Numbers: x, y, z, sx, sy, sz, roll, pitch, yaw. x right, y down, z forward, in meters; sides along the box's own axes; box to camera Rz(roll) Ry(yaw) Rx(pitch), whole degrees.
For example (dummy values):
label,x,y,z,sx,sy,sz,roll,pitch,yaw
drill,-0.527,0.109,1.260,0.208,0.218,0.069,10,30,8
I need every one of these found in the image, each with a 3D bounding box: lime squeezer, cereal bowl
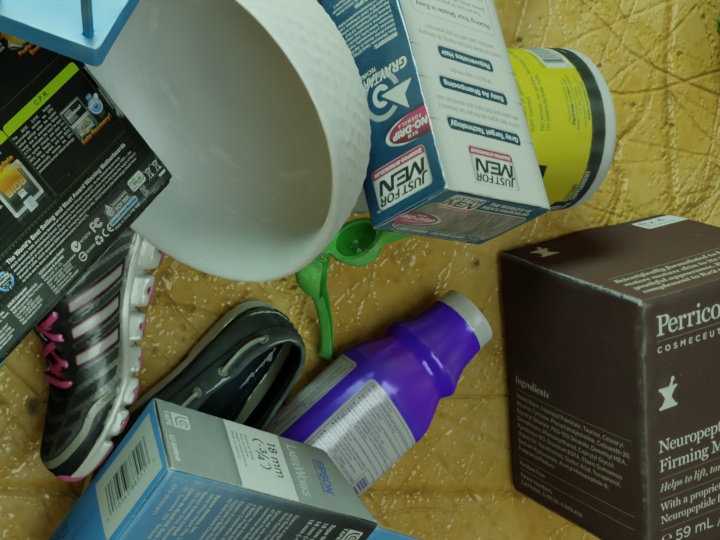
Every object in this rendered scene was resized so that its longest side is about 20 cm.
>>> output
label,x,y,z,sx,sy,sz,roll,pitch,yaw
lime squeezer,0.000,0.000,0.867,0.071,0.200,0.038,41,45,-6
cereal bowl,-0.076,-0.097,0.740,0.083,0.199,0.201,-48,124,-42

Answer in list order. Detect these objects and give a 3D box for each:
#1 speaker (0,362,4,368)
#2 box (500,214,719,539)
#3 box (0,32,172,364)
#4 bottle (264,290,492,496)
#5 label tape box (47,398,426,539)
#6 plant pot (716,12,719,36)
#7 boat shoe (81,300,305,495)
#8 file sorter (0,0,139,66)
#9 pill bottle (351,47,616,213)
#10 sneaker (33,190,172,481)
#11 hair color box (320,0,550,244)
label,x,y,z,sx,sy,sz,roll,pitch,yaw
speaker,-0.281,0.093,0.759,0.088,0.088,0.201,38,82,-32
box,0.220,0.081,1.005,0.165,0.164,0.202,-14,109,-27
box,-0.217,-0.052,0.658,0.193,0.047,0.200,51,57,-22
bottle,0.008,0.095,0.943,0.200,0.065,0.084,-42,125,-15
label tape box,-0.081,0.175,0.854,0.199,0.063,0.144,23,117,-35
plant pot,0.376,-0.228,1.026,0.200,0.200,0.190,33,98,-32
boat shoe,-0.109,0.109,0.880,0.200,0.062,0.073,-51,124,-8
file sorter,-0.181,-0.211,0.601,0.199,0.123,0.139,21,58,3
pill bottle,0.062,-0.092,0.900,0.199,0.114,0.115,-6,105,-29
sneaker,-0.178,0.026,0.815,0.087,0.074,0.202,12,91,-32
hair color box,0.037,-0.121,0.779,0.100,0.060,0.202,7,64,-47
